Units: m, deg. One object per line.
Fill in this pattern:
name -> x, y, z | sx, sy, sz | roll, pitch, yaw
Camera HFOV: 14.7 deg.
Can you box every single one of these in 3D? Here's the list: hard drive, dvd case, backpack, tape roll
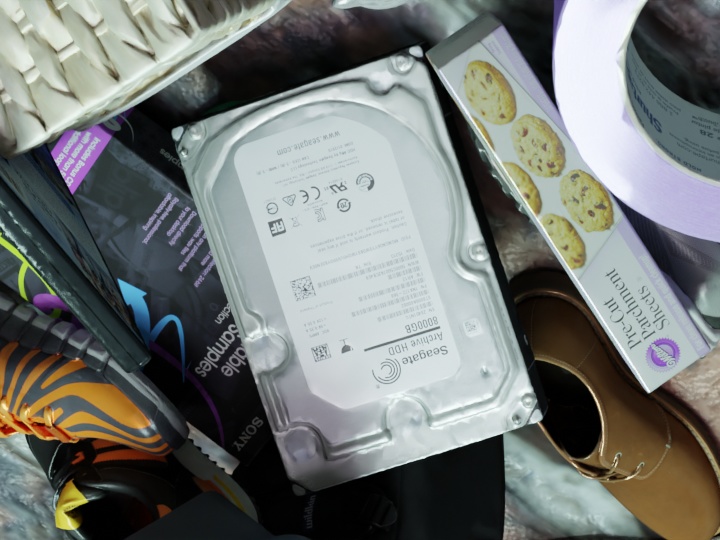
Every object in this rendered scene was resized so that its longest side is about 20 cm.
hard drive -> 0.000, 0.000, 1.410 | 0.139, 0.038, 0.201 | -17, 96, 11
dvd case -> -0.168, -0.051, 1.332 | 0.018, 0.200, 0.143 | -35, 130, 2
backpack -> -0.005, 0.145, 1.547 | 0.199, 0.164, 0.153 | -20, 144, 38
tape roll -> 0.189, -0.112, 1.302 | 0.199, 0.066, 0.201 | 2, 125, 3

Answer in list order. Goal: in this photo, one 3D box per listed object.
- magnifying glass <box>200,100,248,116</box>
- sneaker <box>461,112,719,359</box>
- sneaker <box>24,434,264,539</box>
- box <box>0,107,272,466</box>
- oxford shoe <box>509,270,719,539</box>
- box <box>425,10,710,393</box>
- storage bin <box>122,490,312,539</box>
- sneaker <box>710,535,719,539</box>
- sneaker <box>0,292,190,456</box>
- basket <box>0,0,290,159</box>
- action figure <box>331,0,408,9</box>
magnifying glass -> -0.082, -0.017, 1.510 | 0.079, 0.022, 0.200 | 28, 134, -6
sneaker -> 0.126, -0.044, 1.408 | 0.200, 0.074, 0.079 | 40, 106, -18
sneaker -> -0.142, 0.115, 1.543 | 0.200, 0.090, 0.070 | 33, 114, 41
box -> -0.102, 0.003, 1.495 | 0.200, 0.036, 0.143 | 36, 133, -4
oxford shoe -> 0.136, 0.094, 1.520 | 0.071, 0.072, 0.200 | -25, 123, 30
box -> 0.101, -0.033, 1.350 | 0.041, 0.039, 0.201 | -33, 108, 2
storage bin -> -0.050, 0.208, 1.429 | 0.145, 0.134, 0.201 | -30, 117, -11
sneaker -> 0.164, 0.206, 1.608 | 0.199, 0.075, 0.085 | -5, 125, 19
sneaker -> -0.189, 0.082, 1.517 | 0.199, 0.112, 0.078 | 23, 158, 36
basket -> -0.144, -0.166, 1.269 | 0.135, 0.123, 0.201 | -30, 97, 21
action figure -> 0.008, -0.206, 1.266 | 0.199, 0.105, 0.194 | 13, 124, 2
